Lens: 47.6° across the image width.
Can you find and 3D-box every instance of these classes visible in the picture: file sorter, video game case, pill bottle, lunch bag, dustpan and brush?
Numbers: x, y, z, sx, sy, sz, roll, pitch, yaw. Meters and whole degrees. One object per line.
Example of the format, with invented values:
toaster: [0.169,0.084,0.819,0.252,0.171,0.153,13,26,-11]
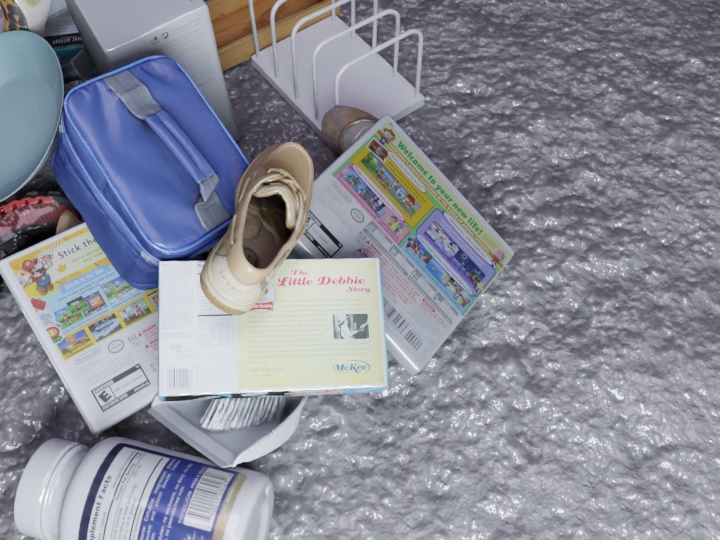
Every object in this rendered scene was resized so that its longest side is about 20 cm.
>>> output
file sorter: [-0.032,-0.276,1.004,0.138,0.125,0.200,-31,60,-19]
video game case: [0.038,-0.031,0.812,0.200,0.022,0.182,46,60,-3]
pill bottle: [-0.181,0.205,0.689,0.196,0.112,0.112,12,56,9]
video game case: [-0.216,0.029,0.798,0.199,0.023,0.184,-30,86,-30]
lunch bag: [-0.188,-0.086,0.763,0.135,0.132,0.201,-36,88,-31]
dustpan and brush: [-0.081,0.110,0.771,0.198,0.058,0.138,-7,20,-44]

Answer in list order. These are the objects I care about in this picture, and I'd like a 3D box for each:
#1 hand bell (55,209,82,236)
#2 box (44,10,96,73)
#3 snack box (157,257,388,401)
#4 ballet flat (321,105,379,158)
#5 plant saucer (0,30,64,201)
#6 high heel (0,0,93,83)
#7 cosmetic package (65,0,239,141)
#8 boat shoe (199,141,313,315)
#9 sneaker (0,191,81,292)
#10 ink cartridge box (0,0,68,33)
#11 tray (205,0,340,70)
hand bell: [-0.212,0.000,0.858,0.196,0.105,0.106,6,55,-11]
box: [-0.383,-0.350,1.105,0.081,0.049,0.203,-8,56,-3]
snack box: [-0.077,0.050,0.717,0.196,0.037,0.118,-1,74,-9]
ballet flat: [0.033,-0.115,0.892,0.200,0.067,0.068,42,89,7]
plant saucer: [-0.389,-0.161,0.896,0.198,0.039,0.205,-6,75,23]
high heel: [-0.407,-0.296,0.935,0.141,0.202,0.072,-3,35,32]
cosmetic package: [-0.248,-0.257,0.949,0.122,0.201,0.200,-28,59,-13]
boat shoe: [-0.072,-0.050,0.697,0.071,0.064,0.202,32,43,-17]
sneaker: [-0.387,-0.015,0.866,0.198,0.071,0.099,-22,58,-11]
ink cartridge box: [-0.431,-0.360,1.074,0.161,0.050,0.203,25,93,35]
tray: [-0.136,-0.344,1.106,0.198,0.037,0.099,-30,60,-19]
